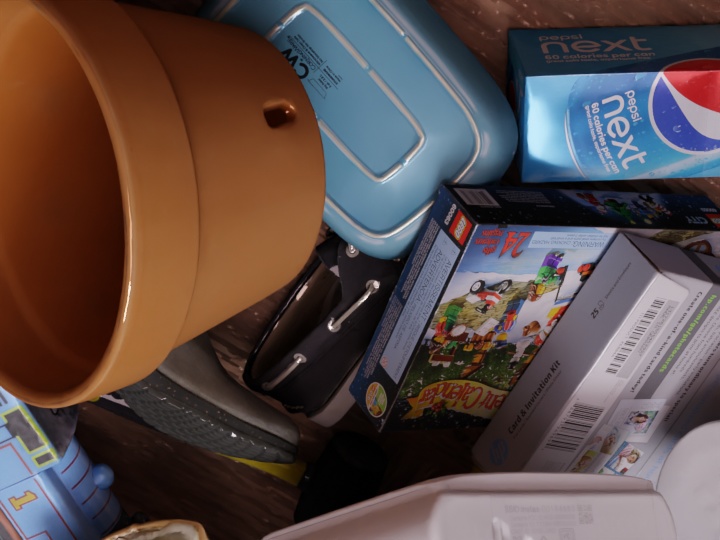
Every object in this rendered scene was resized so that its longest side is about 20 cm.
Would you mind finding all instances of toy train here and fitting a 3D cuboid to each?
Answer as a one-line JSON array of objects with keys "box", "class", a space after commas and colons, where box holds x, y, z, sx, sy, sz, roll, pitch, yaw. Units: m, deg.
[{"box": [-0.199, 0.124, 1.130, 0.114, 0.087, 0.201, -22, 117, 14], "class": "toy train"}]

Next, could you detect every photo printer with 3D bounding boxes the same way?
[{"box": [0.045, 0.158, 1.059, 0.165, 0.070, 0.200, 4, 161, -35], "class": "photo printer"}]

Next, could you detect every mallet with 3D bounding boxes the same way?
[{"box": [-0.077, 0.094, 1.168, 0.199, 0.041, 0.066, 30, 113, -14], "class": "mallet"}]

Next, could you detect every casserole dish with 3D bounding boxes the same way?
[{"box": [-0.007, -0.094, 1.035, 0.121, 0.039, 0.200, -41, 91, 13], "class": "casserole dish"}]

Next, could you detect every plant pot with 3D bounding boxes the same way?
[{"box": [-0.111, -0.044, 0.967, 0.139, 0.200, 0.202, -11, 124, -38], "class": "plant pot"}]

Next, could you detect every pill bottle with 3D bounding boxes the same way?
[{"box": [0.259, 0.133, 1.123, 0.199, 0.110, 0.110, 6, 124, -49], "class": "pill bottle"}]

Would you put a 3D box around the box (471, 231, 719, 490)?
[{"box": [0.178, 0.066, 1.122, 0.199, 0.041, 0.156, 12, 119, -41], "class": "box"}]

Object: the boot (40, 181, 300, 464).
[{"box": [-0.097, 0.014, 1.079, 0.199, 0.068, 0.131, 31, 70, -20], "class": "boot"}]

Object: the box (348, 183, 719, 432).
[{"box": [0.104, 0.022, 1.088, 0.199, 0.038, 0.137, 0, 125, -37], "class": "box"}]

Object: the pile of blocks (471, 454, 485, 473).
[{"box": [0.074, 0.199, 1.198, 0.082, 0.062, 0.201, -15, 126, -42], "class": "pile of blocks"}]

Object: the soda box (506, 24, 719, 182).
[{"box": [0.181, -0.092, 1.073, 0.198, 0.068, 0.065, -3, 118, -3], "class": "soda box"}]

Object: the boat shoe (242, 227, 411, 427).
[{"box": [0.000, 0.000, 1.107, 0.060, 0.074, 0.201, 22, 122, -20], "class": "boat shoe"}]

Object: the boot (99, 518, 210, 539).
[{"box": [-0.070, 0.194, 1.140, 0.174, 0.066, 0.200, -32, 146, -5], "class": "boot"}]
